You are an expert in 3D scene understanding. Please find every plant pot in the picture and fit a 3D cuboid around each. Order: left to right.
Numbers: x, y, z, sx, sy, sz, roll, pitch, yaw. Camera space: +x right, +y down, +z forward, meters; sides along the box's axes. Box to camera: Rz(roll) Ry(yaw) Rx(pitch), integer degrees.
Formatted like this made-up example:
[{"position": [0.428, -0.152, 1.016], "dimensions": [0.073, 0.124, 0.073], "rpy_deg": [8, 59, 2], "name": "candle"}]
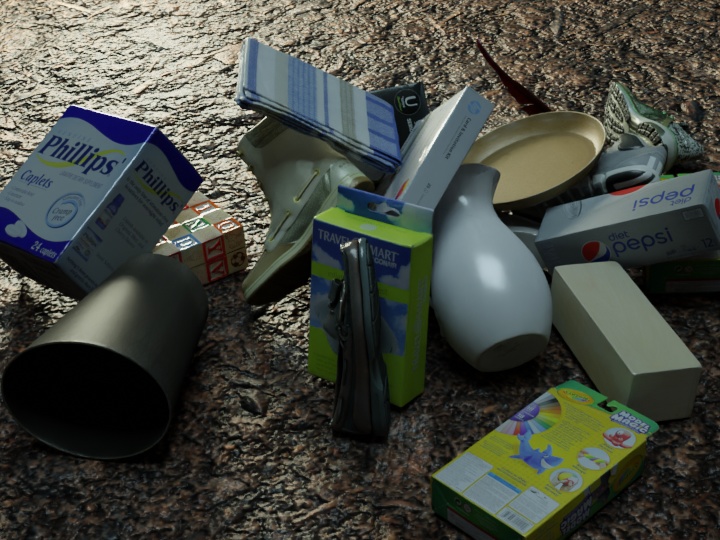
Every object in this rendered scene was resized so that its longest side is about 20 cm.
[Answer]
[{"position": [0.199, -0.127, 1.495], "dimensions": [0.199, 0.028, 0.201], "rpy_deg": [-18, 31, 11], "name": "plant pot"}]

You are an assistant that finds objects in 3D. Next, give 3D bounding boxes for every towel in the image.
[{"position": [-0.047, -0.184, 1.391], "dimensions": [0.199, 0.024, 0.147], "rpy_deg": [22, 32, -19], "name": "towel"}]

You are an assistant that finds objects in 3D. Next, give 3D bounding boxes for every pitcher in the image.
[{"position": [0.111, 0.014, 1.333], "dimensions": [0.121, 0.171, 0.201], "rpy_deg": [10, 51, -41], "name": "pitcher"}]

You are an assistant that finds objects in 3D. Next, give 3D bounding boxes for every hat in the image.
[{"position": [0.249, -0.189, 1.584], "dimensions": [0.198, 0.177, 0.166], "rpy_deg": [-1, 32, 5], "name": "hat"}]

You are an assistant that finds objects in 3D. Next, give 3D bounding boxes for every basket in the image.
[{"position": [-0.240, 0.078, 1.281], "dimensions": [0.179, 0.137, 0.200], "rpy_deg": [0, 29, 17], "name": "basket"}]

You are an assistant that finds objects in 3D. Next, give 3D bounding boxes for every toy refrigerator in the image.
[{"position": [0.265, 0.072, 1.283], "dimensions": [0.075, 0.070, 0.200], "rpy_deg": [-5, 33, -14], "name": "toy refrigerator"}]

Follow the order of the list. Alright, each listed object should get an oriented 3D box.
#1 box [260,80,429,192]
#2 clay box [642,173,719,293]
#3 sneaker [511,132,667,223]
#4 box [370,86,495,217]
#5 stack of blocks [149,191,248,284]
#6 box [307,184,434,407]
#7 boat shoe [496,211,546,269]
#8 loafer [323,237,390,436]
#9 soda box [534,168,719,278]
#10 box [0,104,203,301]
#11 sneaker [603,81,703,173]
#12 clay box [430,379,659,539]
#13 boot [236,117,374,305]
[{"position": [-0.017, -0.139, 1.537], "dimensions": [0.199, 0.125, 0.149], "rpy_deg": [-11, -7, -11], "name": "box"}, {"position": [0.382, -0.048, 1.456], "dimensions": [0.114, 0.048, 0.200], "rpy_deg": [-1, 32, 9], "name": "clay box"}, {"position": [0.282, -0.110, 1.510], "dimensions": [0.199, 0.075, 0.116], "rpy_deg": [-9, 34, 38], "name": "sneaker"}, {"position": [0.065, -0.110, 1.370], "dimensions": [0.041, 0.156, 0.200], "rpy_deg": [32, -10, -7], "name": "box"}, {"position": [-0.238, -0.050, 1.539], "dimensions": [0.115, 0.059, 0.200], "rpy_deg": [-24, 37, -27], "name": "stack of blocks"}, {"position": [0.009, 0.026, 1.259], "dimensions": [0.121, 0.201, 0.048], "rpy_deg": [17, 27, 30], "name": "box"}, {"position": [0.137, -0.046, 1.484], "dimensions": [0.199, 0.073, 0.068], "rpy_deg": [6, 19, 21], "name": "boat shoe"}, {"position": [-0.010, 0.069, 1.202], "dimensions": [0.062, 0.201, 0.072], "rpy_deg": [-5, 18, 7], "name": "loafer"}, {"position": [0.295, -0.047, 1.366], "dimensions": [0.199, 0.064, 0.068], "rpy_deg": [-13, 32, 34], "name": "soda box"}, {"position": [-0.320, -0.078, 1.464], "dimensions": [0.183, 0.105, 0.201], "rpy_deg": [18, 66, 41], "name": "box"}, {"position": [0.393, -0.189, 1.683], "dimensions": [0.088, 0.077, 0.200], "rpy_deg": [-1, 36, -18], "name": "sneaker"}, {"position": [0.173, 0.180, 1.145], "dimensions": [0.199, 0.048, 0.115], "rpy_deg": [-28, 39, -34], "name": "clay box"}, {"position": [-0.094, -0.075, 1.407], "dimensions": [0.155, 0.200, 0.072], "rpy_deg": [49, 20, 23], "name": "boot"}]
